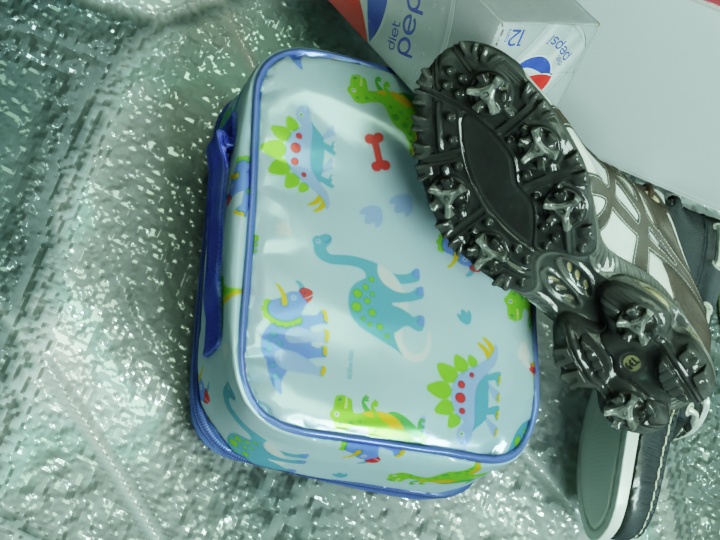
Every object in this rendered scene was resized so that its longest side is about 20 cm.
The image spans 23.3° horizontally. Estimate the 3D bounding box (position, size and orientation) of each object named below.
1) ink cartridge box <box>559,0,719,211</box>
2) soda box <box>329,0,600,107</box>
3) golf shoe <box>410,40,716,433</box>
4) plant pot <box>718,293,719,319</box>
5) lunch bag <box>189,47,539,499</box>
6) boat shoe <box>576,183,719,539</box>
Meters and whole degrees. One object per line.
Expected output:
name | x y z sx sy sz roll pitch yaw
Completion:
ink cartridge box | 0.188 -0.162 0.915 0.144 0.146 0.201 22 59 4
soda box | 0.025 -0.152 0.864 0.068 0.064 0.200 -6 44 -39
golf shoe | 0.094 -0.023 0.805 0.201 0.078 0.095 57 29 -12
plant pot | 0.322 0.004 0.915 0.199 0.184 0.201 9 65 -20
lunch bag | 0.000 0.000 0.831 0.160 0.082 0.201 10 65 -21
boat shoe | 0.153 0.048 0.885 0.060 0.076 0.201 18 63 -10
